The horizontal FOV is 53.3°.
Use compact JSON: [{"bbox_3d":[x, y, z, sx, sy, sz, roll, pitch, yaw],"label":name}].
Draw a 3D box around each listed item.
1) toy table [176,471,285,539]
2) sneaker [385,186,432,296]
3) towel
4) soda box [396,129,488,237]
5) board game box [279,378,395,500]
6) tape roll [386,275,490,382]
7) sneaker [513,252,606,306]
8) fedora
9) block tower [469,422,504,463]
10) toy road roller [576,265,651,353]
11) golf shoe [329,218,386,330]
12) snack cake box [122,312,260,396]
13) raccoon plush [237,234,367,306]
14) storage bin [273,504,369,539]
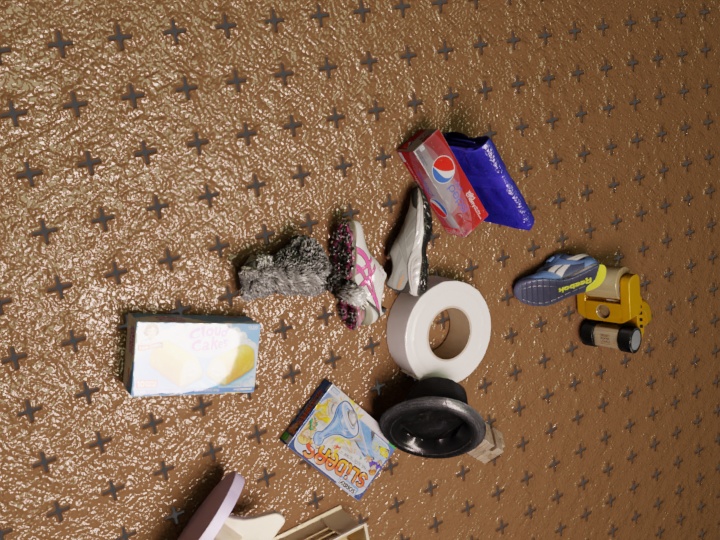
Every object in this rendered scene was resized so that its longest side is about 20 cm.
[{"bbox_3d":[-0.219,0.443,1.157,0.117,0.184,0.200,39,90,-12],"label":"toy table"},{"bbox_3d":[0.087,-0.056,1.300,0.074,0.079,0.202,37,59,-67],"label":"sneaker"},{"bbox_3d":[0.230,-0.161,1.322,0.049,0.148,0.200,-41,116,-8],"label":"towel"},{"bbox_3d":[0.153,-0.161,1.325,0.070,0.063,0.201,-42,116,-15],"label":"soda box"},{"bbox_3d":[-0.034,0.311,1.311,0.200,0.034,0.136,44,76,-27],"label":"board game box"},{"bbox_3d":[0.149,0.114,1.364,0.201,0.071,0.205,-6,101,-29],"label":"tape roll"},{"bbox_3d":[0.406,0.015,1.499,0.198,0.083,0.074,-13,130,-9],"label":"sneaker"},{"bbox_3d":[0.133,0.259,1.304,0.201,0.200,0.092,44,40,-27],"label":"fedora"},{"bbox_3d":[0.205,0.316,1.426,0.199,0.054,0.058,34,120,-29],"label":"block tower"},{"bbox_3d":[0.563,0.076,1.570,0.145,0.122,0.202,-22,109,-40],"label":"toy road roller"},{"bbox_3d":[0.000,0.000,1.264,0.092,0.072,0.202,-20,117,-31],"label":"golf shoe"},{"bbox_3d":[-0.265,0.131,1.132,0.198,0.067,0.116,3,97,-30],"label":"snack cake box"},{"bbox_3d":[-0.104,0.016,1.142,0.134,0.199,0.098,-31,126,-35],"label":"raccoon plush"},{"bbox_3d":[-0.078,0.565,1.294,0.197,0.093,0.202,-18,107,-26],"label":"storage bin"}]
